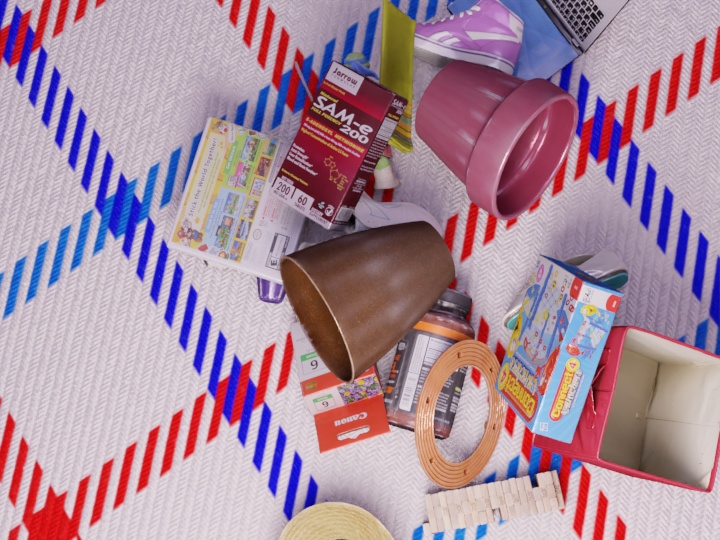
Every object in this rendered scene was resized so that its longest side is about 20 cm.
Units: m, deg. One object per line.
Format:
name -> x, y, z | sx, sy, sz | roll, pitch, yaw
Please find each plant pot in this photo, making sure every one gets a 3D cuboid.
plant pot -> 0.182, -0.201, 1.570 | 0.178, 0.200, 0.201 | 36, 84, 27
plant pot -> 0.022, 0.019, 1.486 | 0.198, 0.187, 0.188 | -29, 78, -17

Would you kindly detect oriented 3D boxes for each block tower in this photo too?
block tower -> 0.180, 0.321, 1.533 | 0.197, 0.054, 0.059 | -13, 78, 2

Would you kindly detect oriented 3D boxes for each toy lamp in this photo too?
toy lamp -> -0.117, -0.053, 1.631 | 0.057, 0.058, 0.204 | 8, 78, 7

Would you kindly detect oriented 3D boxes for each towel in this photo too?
towel -> 0.053, -0.274, 1.567 | 0.018, 0.086, 0.204 | -5, 76, 29

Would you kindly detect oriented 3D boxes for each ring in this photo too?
ring -> 0.134, 0.194, 1.506 | 0.019, 0.199, 0.204 | 6, 78, 42

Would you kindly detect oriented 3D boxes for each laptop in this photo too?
laptop -> 0.259, -0.396, 1.630 | 0.115, 0.200, 0.189 | -27, 76, -35

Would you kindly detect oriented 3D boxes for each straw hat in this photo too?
straw hat -> -0.026, 0.411, 1.520 | 0.197, 0.085, 0.205 | -1, 88, 16

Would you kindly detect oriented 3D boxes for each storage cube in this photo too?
storage cube -> 0.354, 0.177, 1.452 | 0.197, 0.179, 0.174 | 18, 81, -16

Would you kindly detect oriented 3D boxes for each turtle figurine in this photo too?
turtle figurine -> 0.004, -0.222, 1.640 | 0.142, 0.199, 0.198 | -8, 101, -22

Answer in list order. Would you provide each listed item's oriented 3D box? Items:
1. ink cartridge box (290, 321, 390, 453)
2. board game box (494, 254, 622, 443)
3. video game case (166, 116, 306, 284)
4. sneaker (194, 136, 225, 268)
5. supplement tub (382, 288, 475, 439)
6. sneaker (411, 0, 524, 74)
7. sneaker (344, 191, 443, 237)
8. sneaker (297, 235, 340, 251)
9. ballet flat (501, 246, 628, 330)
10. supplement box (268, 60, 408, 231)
ink cartridge box -> -0.029, 0.146, 1.538 | 0.107, 0.051, 0.202 | -17, 46, 4
board game box -> 0.252, 0.096, 1.444 | 0.055, 0.200, 0.199 | 17, 97, -10
video game case -> -0.164, -0.101, 1.596 | 0.179, 0.023, 0.203 | 17, 79, -1
sneaker -> -0.209, -0.104, 1.651 | 0.078, 0.077, 0.204 | -7, 83, -16
supplement tub -> 0.099, 0.127, 1.550 | 0.105, 0.107, 0.203 | 15, 80, 8
sneaker -> 0.146, -0.360, 1.645 | 0.197, 0.073, 0.116 | 16, 87, 13
sneaker -> 0.023, -0.067, 1.587 | 0.197, 0.071, 0.081 | 21, 37, -5
sneaker -> 0.000, 0.000, 1.582 | 0.196, 0.100, 0.076 | 4, 55, 5
ballet flat -> 0.284, 0.023, 1.579 | 0.197, 0.069, 0.070 | -23, 78, -3
supplement box -> -0.030, -0.167, 1.502 | 0.108, 0.061, 0.202 | 30, 99, 19
